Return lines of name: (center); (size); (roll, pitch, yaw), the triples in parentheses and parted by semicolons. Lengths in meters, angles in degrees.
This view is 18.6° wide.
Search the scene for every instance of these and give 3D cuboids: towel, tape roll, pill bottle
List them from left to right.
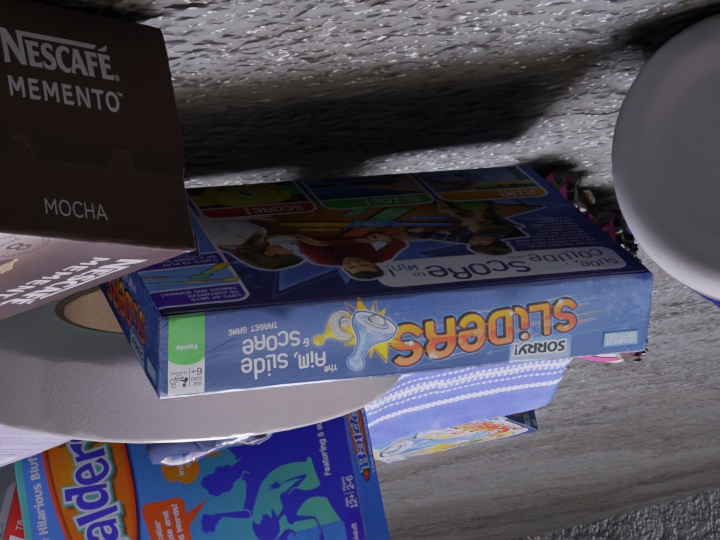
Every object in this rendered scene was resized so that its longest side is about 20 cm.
tape roll: (-0.082, 0.030, 0.974); (0.203, 0.037, 0.203); (-2, -167, 0)
towel: (0.072, 0.038, 1.242); (0.145, 0.024, 0.200); (-10, 150, -21)
pill bottle: (0.179, -0.034, 0.915); (0.116, 0.116, 0.200); (-14, 169, 17)

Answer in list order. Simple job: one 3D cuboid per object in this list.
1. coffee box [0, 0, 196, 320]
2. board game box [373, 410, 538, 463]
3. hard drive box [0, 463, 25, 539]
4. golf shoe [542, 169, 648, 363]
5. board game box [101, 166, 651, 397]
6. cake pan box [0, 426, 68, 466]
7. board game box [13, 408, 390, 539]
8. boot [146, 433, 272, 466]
coffee box: (-0.168, -0.021, 0.731); (0.200, 0.080, 0.113); (-18, 166, 33)
board game box: (0.058, 0.120, 1.771); (0.135, 0.035, 0.200); (-14, 169, 14)
hard drive box: (-0.130, 0.164, 1.332); (0.200, 0.156, 0.077); (20, 157, -22)
golf shoe: (0.091, 0.001, 1.125); (0.092, 0.073, 0.200); (-8, 159, 21)
board game box: (0.000, 0.000, 0.900); (0.200, 0.035, 0.135); (-4, -157, -17)
cake pan box: (-0.217, 0.059, 1.113); (0.200, 0.052, 0.184); (7, 162, -38)
board game box: (-0.095, 0.098, 1.216); (0.200, 0.152, 0.045); (-15, 168, 17)
boot: (-0.045, 0.039, 1.122); (0.073, 0.090, 0.200); (-1, 165, -41)
